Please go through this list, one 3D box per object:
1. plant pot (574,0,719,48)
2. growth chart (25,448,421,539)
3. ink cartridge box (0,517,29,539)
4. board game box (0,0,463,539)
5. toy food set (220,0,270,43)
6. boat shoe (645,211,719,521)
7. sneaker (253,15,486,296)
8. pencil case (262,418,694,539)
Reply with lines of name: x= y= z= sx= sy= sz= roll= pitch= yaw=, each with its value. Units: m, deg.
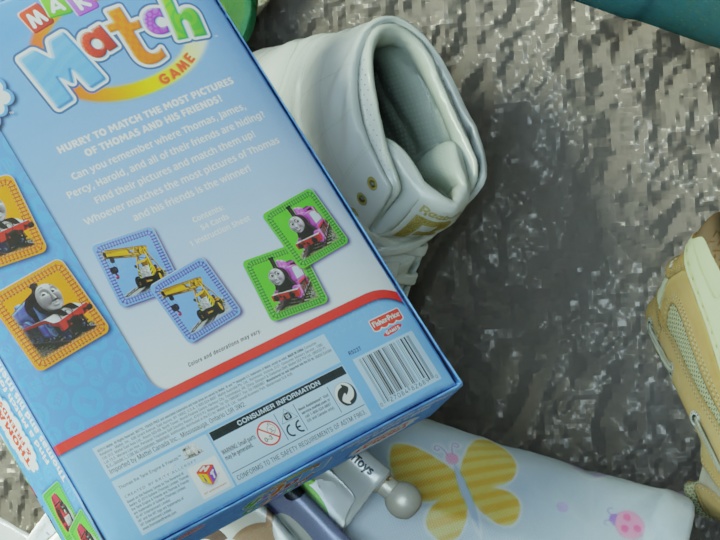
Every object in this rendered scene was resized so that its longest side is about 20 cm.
plant pot: x=0.189 y=-0.157 z=0.861 sx=0.187 sy=0.200 sz=0.201 roll=24 pitch=95 yaw=-1
growth chart: x=-0.067 y=0.126 z=0.849 sx=0.144 sy=0.018 sz=0.201 roll=33 pitch=92 yaw=6
ink cartridge box: x=-0.100 y=0.185 z=0.987 sx=0.199 sy=0.068 sz=0.116 roll=27 pitch=95 yaw=13
board game box: x=-0.078 y=-0.009 z=0.819 sx=0.151 sy=0.037 sz=0.201 roll=-25 pitch=78 yaw=-31
toy food set: x=-0.109 y=-0.174 z=1.003 sx=0.200 sy=0.049 sz=0.198 roll=42 pitch=99 yaw=11
boat shoe: x=0.159 y=0.075 z=0.896 sx=0.076 sy=0.071 sz=0.201 roll=-48 pitch=39 yaw=34
sneaker: x=0.000 y=0.000 z=0.936 sx=0.115 sy=0.073 sz=0.202 roll=-12 pitch=85 yaw=56
pencil case: x=0.029 y=0.102 z=0.901 sx=0.199 sy=0.091 sz=0.084 roll=18 pitch=55 yaw=-1
